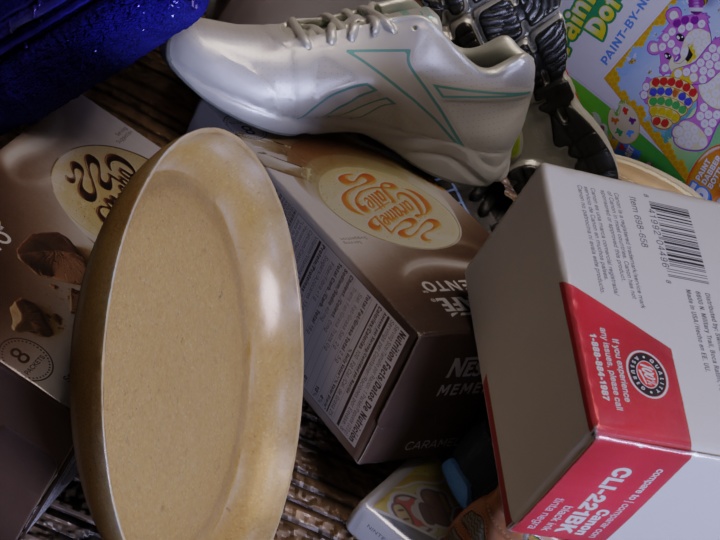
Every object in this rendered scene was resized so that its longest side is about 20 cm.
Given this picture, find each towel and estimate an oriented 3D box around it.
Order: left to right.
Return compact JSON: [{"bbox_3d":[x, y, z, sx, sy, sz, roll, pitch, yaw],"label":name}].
[{"bbox_3d":[-0.157,-0.118,0.868,0.050,0.200,0.148,53,21,-28],"label":"towel"}]

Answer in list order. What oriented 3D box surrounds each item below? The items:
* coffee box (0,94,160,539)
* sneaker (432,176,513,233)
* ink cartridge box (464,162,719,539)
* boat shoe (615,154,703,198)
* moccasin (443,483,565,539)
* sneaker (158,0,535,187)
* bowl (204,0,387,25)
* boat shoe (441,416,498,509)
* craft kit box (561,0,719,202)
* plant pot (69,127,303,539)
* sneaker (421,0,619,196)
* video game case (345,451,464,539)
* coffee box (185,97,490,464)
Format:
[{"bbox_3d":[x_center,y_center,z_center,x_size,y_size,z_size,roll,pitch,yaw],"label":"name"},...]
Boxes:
[{"bbox_3d":[-0.137,0.014,0.807,0.113,0.080,0.200,35,31,2],"label":"coffee box"},{"bbox_3d":[0.049,-0.048,1.059,0.200,0.078,0.070,42,31,16],"label":"sneaker"},{"bbox_3d":[0.160,0.048,0.820,0.200,0.084,0.145,11,49,-21],"label":"ink cartridge box"},{"bbox_3d":[0.196,0.004,1.121,0.200,0.074,0.069,40,26,12],"label":"boat shoe"},{"bbox_3d":[0.135,0.127,0.847,0.201,0.078,0.074,16,36,-25],"label":"moccasin"},{"bbox_3d":[-0.004,-0.106,0.940,0.200,0.080,0.070,12,29,-21],"label":"sneaker"},{"bbox_3d":[-0.024,-0.177,1.050,0.075,0.200,0.200,30,27,-15],"label":"bowl"},{"bbox_3d":[0.133,0.093,0.903,0.200,0.069,0.084,-3,46,-46],"label":"boat shoe"},{"bbox_3d":[0.202,-0.113,1.168,0.197,0.200,0.048,43,34,18],"label":"craft kit box"},{"bbox_3d":[-0.070,0.042,0.758,0.027,0.200,0.200,1,25,20],"label":"plant pot"},{"bbox_3d":[0.081,-0.117,1.045,0.085,0.077,0.200,-111,178,-64],"label":"sneaker"},{"bbox_3d":[0.110,0.137,0.909,0.182,0.023,0.200,39,32,11],"label":"video game case"},{"bbox_3d":[0.000,0.000,0.926,0.114,0.080,0.200,-2,38,-42],"label":"coffee box"}]
